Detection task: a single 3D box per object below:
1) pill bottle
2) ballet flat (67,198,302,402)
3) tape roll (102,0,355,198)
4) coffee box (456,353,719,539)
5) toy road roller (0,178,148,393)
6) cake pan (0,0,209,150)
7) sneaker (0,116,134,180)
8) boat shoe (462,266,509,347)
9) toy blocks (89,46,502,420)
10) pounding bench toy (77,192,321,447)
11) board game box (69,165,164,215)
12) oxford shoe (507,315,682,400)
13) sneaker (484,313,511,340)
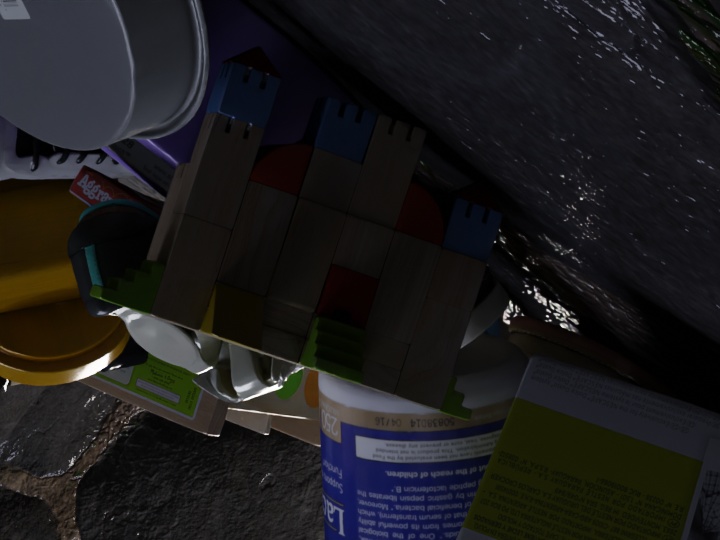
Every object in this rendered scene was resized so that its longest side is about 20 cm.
[{"bbox_3d":[0.038,0.141,1.410,0.116,0.200,0.116,-2,-166,1],"label":"pill bottle"},{"bbox_3d":[-0.076,0.028,1.338,0.200,0.068,0.068,24,-131,-45],"label":"ballet flat"},{"bbox_3d":[-0.094,-0.094,1.364,0.200,0.085,0.200,38,174,5],"label":"tape roll"},{"bbox_3d":[0.156,0.184,1.283,0.200,0.198,0.200,18,167,21],"label":"coffee box"},{"bbox_3d":[-0.197,-0.028,1.559,0.146,0.123,0.200,111,145,-65],"label":"toy road roller"},{"bbox_3d":[-0.153,-0.137,1.197,0.200,0.037,0.200,32,144,27],"label":"cake pan"},{"bbox_3d":[-0.166,-0.085,1.475,0.080,0.074,0.200,22,-156,38],"label":"sneaker"},{"bbox_3d":[0.026,-0.004,1.403,0.060,0.072,0.200,51,179,-14],"label":"boat shoe"},{"bbox_3d":[-0.015,-0.021,1.258,0.200,0.137,0.100,19,177,-16],"label":"toy blocks"},{"bbox_3d":[-0.108,0.023,1.695,0.200,0.124,0.156,19,-176,34],"label":"pounding bench toy"},{"bbox_3d":[-0.062,0.001,1.453,0.103,0.019,0.200,31,-178,43],"label":"board game box"},{"bbox_3d":[0.154,0.100,1.441,0.200,0.074,0.071,37,174,6],"label":"oxford shoe"},{"bbox_3d":[0.063,0.075,1.580,0.078,0.090,0.200,-1,157,24],"label":"sneaker"}]
